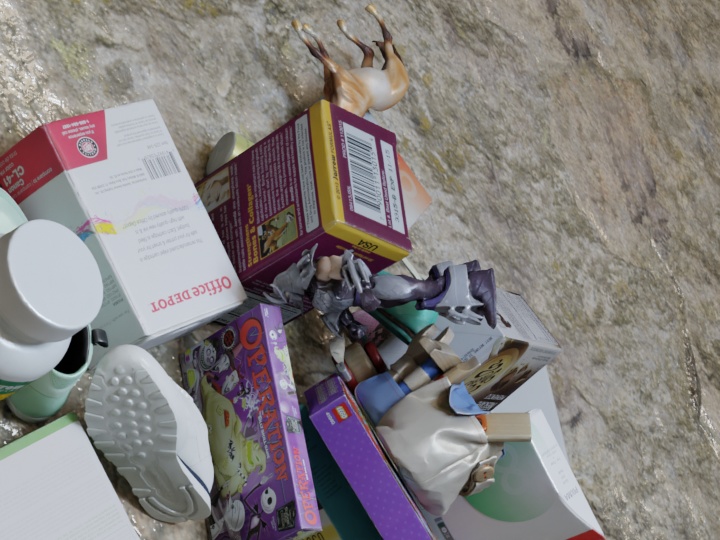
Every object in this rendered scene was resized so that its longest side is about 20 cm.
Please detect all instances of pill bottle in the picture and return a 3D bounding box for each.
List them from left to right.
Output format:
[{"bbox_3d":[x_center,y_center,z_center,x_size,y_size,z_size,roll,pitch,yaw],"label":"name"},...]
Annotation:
[{"bbox_3d":[-0.280,0.041,1.301,0.112,0.199,0.114,29,46,-36],"label":"pill bottle"}]

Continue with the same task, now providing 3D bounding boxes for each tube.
[{"bbox_3d":[-0.057,-0.070,1.757,0.199,0.052,0.058,30,62,-26],"label":"tube"}]

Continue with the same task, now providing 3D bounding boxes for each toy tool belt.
[{"bbox_3d":[0.065,0.112,1.597,0.200,0.122,0.125,56,-3,46],"label":"toy tool belt"}]

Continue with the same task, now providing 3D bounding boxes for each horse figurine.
[{"bbox_3d":[-0.003,-0.205,1.864,0.199,0.050,0.133,-21,82,-52],"label":"horse figurine"}]

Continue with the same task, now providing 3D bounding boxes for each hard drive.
[{"bbox_3d":[0.171,0.172,1.921,0.131,0.027,0.201,14,56,-46],"label":"hard drive"}]

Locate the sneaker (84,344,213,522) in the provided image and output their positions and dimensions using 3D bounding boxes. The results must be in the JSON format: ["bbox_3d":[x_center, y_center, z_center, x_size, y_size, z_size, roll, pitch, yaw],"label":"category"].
[{"bbox_3d":[-0.168,0.120,1.456,0.201,0.076,0.081,75,19,-46],"label":"sneaker"}]

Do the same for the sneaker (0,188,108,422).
[{"bbox_3d":[-0.258,0.008,1.411,0.073,0.118,0.202,-13,76,-32],"label":"sneaker"}]

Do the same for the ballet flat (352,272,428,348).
[{"bbox_3d":[0.055,0.042,1.840,0.071,0.069,0.199,49,33,17],"label":"ballet flat"}]

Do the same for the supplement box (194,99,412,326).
[{"bbox_3d":[-0.062,-0.042,1.626,0.103,0.199,0.132,21,51,-42],"label":"supplement box"}]

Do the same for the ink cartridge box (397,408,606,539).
[{"bbox_3d":[0.139,0.244,1.635,0.050,0.160,0.201,-21,84,-54],"label":"ink cartridge box"}]

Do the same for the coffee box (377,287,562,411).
[{"bbox_3d":[0.111,0.078,1.777,0.080,0.113,0.200,53,13,18],"label":"coffee box"}]

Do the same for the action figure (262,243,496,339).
[{"bbox_3d":[0.015,0.019,1.549,0.198,0.130,0.070,1,80,-8],"label":"action figure"}]

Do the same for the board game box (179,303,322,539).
[{"bbox_3d":[-0.096,0.143,1.529,0.032,0.120,0.201,13,56,-46],"label":"board game box"}]

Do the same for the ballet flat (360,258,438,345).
[{"bbox_3d":[0.000,0.000,1.707,0.071,0.199,0.067,-51,150,-12],"label":"ballet flat"}]

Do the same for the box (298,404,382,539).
[{"bbox_3d":[-0.039,0.225,1.577,0.201,0.082,0.049,60,36,-2],"label":"box"}]

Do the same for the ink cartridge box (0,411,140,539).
[{"bbox_3d":[-0.229,0.224,1.371,0.145,0.048,0.201,-27,89,-54],"label":"ink cartridge box"}]

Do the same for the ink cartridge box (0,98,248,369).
[{"bbox_3d":[-0.206,-0.033,1.542,0.147,0.085,0.201,-20,84,-55],"label":"ink cartridge box"}]

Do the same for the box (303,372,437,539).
[{"bbox_3d":[0.018,0.190,1.563,0.201,0.039,0.137,59,-1,-7],"label":"box"}]

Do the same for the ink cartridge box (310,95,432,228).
[{"bbox_3d":[-0.020,-0.087,1.839,0.163,0.050,0.200,54,33,-10],"label":"ink cartridge box"}]

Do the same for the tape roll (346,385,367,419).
[{"bbox_3d":[0.034,0.199,1.713,0.200,0.048,0.202,30,46,-37],"label":"tape roll"}]
